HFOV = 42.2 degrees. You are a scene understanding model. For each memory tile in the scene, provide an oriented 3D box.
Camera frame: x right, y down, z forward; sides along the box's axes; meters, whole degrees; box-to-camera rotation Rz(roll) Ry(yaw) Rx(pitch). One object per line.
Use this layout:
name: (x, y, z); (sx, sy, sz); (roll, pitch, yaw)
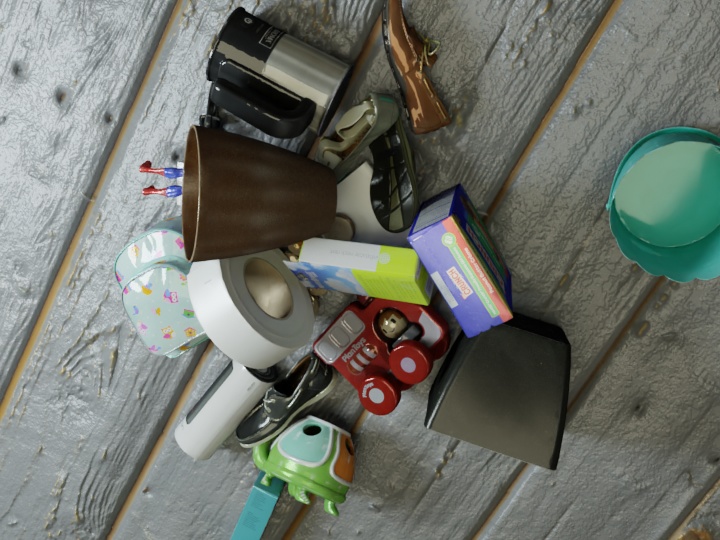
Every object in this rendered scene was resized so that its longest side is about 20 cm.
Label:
memory tile: (-0.104, -0.026, 1.473); (0.153, 0.017, 0.201); (29, 118, 3)

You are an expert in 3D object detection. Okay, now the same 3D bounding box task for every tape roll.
tape roll: (-0.161, 0.042, 1.398); (0.071, 0.203, 0.203); (-32, 100, 28)

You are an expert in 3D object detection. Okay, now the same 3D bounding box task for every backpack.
backpack: (-0.291, 0.022, 1.472); (0.175, 0.153, 0.201); (-28, 95, 23)

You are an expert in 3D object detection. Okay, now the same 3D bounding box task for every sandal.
sandal: (0.055, -0.157, 1.386); (0.079, 0.057, 0.202); (-7, 87, 37)

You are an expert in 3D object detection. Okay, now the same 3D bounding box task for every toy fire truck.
toy fire truck: (0.034, 0.112, 1.455); (0.168, 0.112, 0.200); (43, 121, 4)

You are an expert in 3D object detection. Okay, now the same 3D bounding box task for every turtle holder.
turtle holder: (-0.089, 0.312, 1.548); (0.141, 0.185, 0.132); (31, 76, -32)

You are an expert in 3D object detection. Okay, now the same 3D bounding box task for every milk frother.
milk frother: (-0.137, -0.246, 1.376); (0.187, 0.181, 0.200); (27, 154, 1)

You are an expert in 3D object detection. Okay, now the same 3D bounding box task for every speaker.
speaker: (-0.226, 0.225, 1.563); (0.081, 0.081, 0.200); (39, 111, -4)

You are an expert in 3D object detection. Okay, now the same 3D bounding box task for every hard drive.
hard drive: (0.023, -0.054, 1.452); (0.132, 0.026, 0.200); (-37, 98, 19)

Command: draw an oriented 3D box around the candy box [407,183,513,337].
candy box: (0.149, -0.020, 1.348); (0.077, 0.200, 0.170); (-28, 102, 18)

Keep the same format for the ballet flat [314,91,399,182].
ballet flat: (-0.026, -0.193, 1.374); (0.200, 0.063, 0.068); (-41, 58, 34)

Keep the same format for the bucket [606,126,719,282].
bucket: (0.446, -0.097, 1.303); (0.206, 0.135, 0.209); (3, 109, 8)

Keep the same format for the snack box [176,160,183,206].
snack box: (-0.196, -0.120, 1.447); (0.199, 0.024, 0.072); (13, 110, 21)

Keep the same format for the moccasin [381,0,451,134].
moccasin: (0.081, -0.298, 1.337); (0.077, 0.074, 0.202); (-18, 101, 6)

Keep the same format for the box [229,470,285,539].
box: (-0.188, 0.441, 1.626); (0.049, 0.082, 0.201); (24, 110, 2)

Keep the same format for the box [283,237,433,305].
box: (0.000, 0.000, 1.373); (0.199, 0.122, 0.048); (8, 72, 18)

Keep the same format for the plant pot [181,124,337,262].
plant pot: (-0.139, -0.103, 1.304); (0.199, 0.187, 0.188); (1, 111, -17)

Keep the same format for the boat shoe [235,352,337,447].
boat shoe: (-0.133, 0.210, 1.527); (0.200, 0.072, 0.068); (-40, 130, 6)

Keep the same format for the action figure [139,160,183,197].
action figure: (-0.236, -0.135, 1.420); (0.199, 0.052, 0.066); (7, 112, 18)

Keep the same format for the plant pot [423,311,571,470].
plant pot: (0.218, 0.159, 1.410); (0.199, 0.200, 0.178); (17, 99, 4)
